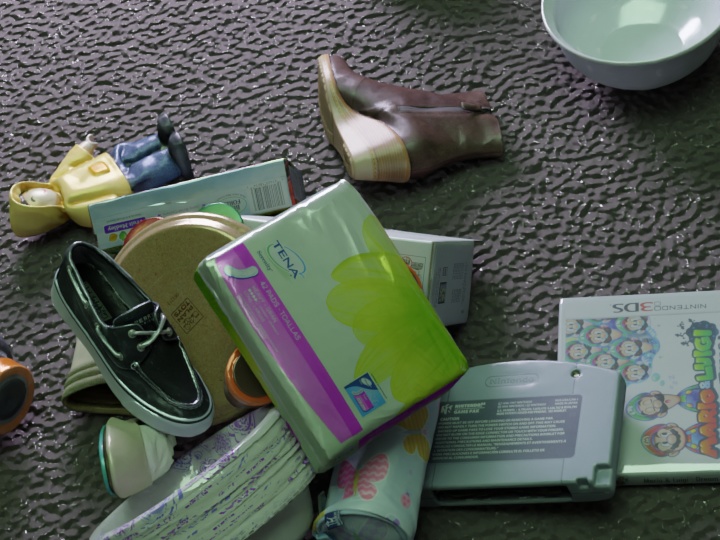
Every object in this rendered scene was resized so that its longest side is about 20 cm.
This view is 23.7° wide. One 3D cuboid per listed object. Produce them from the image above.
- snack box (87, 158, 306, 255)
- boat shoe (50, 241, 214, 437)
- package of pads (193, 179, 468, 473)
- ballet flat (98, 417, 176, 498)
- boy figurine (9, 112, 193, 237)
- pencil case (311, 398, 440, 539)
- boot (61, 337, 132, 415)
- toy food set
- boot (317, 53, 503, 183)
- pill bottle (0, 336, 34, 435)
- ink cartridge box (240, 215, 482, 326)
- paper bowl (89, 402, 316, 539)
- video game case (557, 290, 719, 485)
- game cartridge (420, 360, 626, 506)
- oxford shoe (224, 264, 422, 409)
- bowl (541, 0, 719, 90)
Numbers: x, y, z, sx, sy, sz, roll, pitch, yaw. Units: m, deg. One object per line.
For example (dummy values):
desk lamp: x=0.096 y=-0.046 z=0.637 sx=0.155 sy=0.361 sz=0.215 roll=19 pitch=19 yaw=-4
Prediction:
snack box: x=-0.156 y=-0.060 z=1.702 sx=0.199 sy=0.142 sz=0.053 roll=-12 pitch=86 yaw=3
boat shoe: x=-0.195 y=0.056 z=1.493 sx=0.072 sy=0.068 sz=0.200 roll=-26 pitch=66 yaw=-36
package of pads: x=-0.021 y=0.041 z=1.417 sx=0.154 sy=0.068 sz=0.201 roll=-30 pitch=81 yaw=-21
ballet flat: x=-0.194 y=0.156 z=1.510 sx=0.069 sy=0.070 sz=0.200 roll=-23 pitch=4 yaw=-6
boy figurine: x=-0.282 y=-0.097 z=1.817 sx=0.199 sy=0.065 sz=0.125 roll=-22 pitch=51 yaw=-10
pencil case: x=0.018 y=0.150 z=1.472 sx=0.090 sy=0.083 sz=0.201 roll=-25 pitch=38 yaw=41
boot: x=-0.189 y=0.060 z=1.651 sx=0.199 sy=0.072 sz=0.155 roll=-10 pitch=47 yaw=13
toy food set: x=-0.148 y=0.040 z=1.551 sx=0.197 sy=0.049 sz=0.201 roll=31 pitch=96 yaw=16
boot: x=0.048 y=-0.168 z=1.806 sx=0.165 sy=0.073 sz=0.201 roll=-11 pitch=46 yaw=-11
pill bottle: x=-0.409 y=0.092 z=1.656 sx=0.199 sy=0.107 sz=0.106 roll=21 pitch=58 yaw=29
ink cartridge box: x=0.000 y=0.000 z=1.624 sx=0.199 sy=0.175 sz=0.084 roll=8 pitch=94 yaw=20
paper bowl: x=-0.120 y=0.208 z=1.445 sx=0.200 sy=0.105 sz=0.201 roll=-35 pitch=6 yaw=4
video game case: x=0.266 y=0.103 z=1.529 sx=0.181 sy=0.024 sz=0.201 roll=-3 pitch=50 yaw=12
game cartridge: x=0.132 y=0.141 z=1.503 sx=0.199 sy=0.042 sz=0.134 roll=-5 pitch=45 yaw=23
oxford shoe: x=-0.036 y=0.054 z=1.487 sx=0.199 sy=0.073 sz=0.072 roll=-29 pitch=82 yaw=-19
bowl: x=0.292 y=-0.252 z=1.785 sx=0.200 sy=0.091 sz=0.202 roll=-8 pitch=48 yaw=8
